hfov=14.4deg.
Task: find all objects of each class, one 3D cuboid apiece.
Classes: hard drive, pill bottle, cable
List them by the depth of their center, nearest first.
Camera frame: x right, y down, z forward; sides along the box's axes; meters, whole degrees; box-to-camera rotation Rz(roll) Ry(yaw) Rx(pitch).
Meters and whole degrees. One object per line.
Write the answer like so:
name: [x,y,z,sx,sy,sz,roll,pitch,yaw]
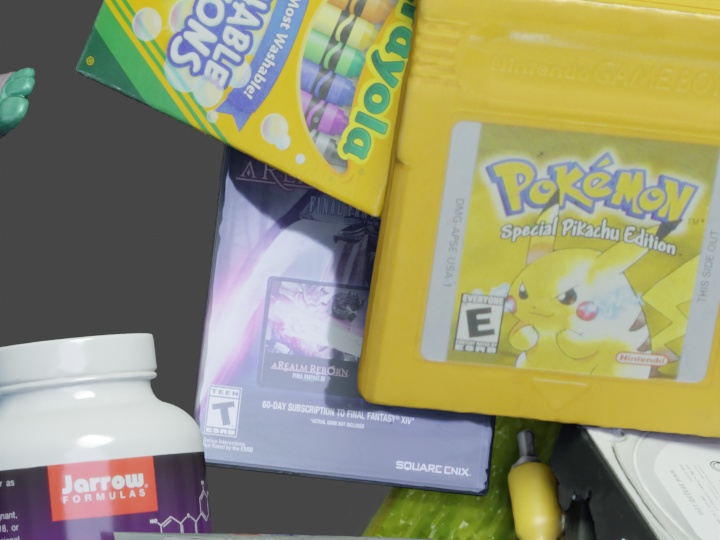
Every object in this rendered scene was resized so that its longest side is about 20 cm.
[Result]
pill bottle: [-0.121,0.131,1.274,0.112,0.112,0.200,-6,87,-8]
hard drive: [0.201,0.116,1.281,0.200,0.140,0.038,6,120,-24]
cable: [0.102,0.161,1.288,0.097,0.050,0.200,24,50,-12]

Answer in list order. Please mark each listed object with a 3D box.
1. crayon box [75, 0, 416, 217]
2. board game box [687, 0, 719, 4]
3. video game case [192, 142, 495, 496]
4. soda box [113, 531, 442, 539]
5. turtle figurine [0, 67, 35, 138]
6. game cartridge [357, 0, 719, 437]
crayon box: [-0.016,-0.107,1.283,0.200,0.052,0.126,26,99,20]
board game box: [0.098,-0.207,1.256,0.153,0.040,0.200,6,59,-8]
video game case: [0.000,0.000,1.348,0.143,0.019,0.200,7,86,-7]
soda box: [-0.021,0.148,1.250,0.068,0.200,0.063,-1,84,37]
turtle figurine: [-0.256,-0.087,1.282,0.200,0.101,0.150,25,98,-20]
game cartridge: [0.098,-0.026,1.235,0.176,0.032,0.200,5,117,-6]
